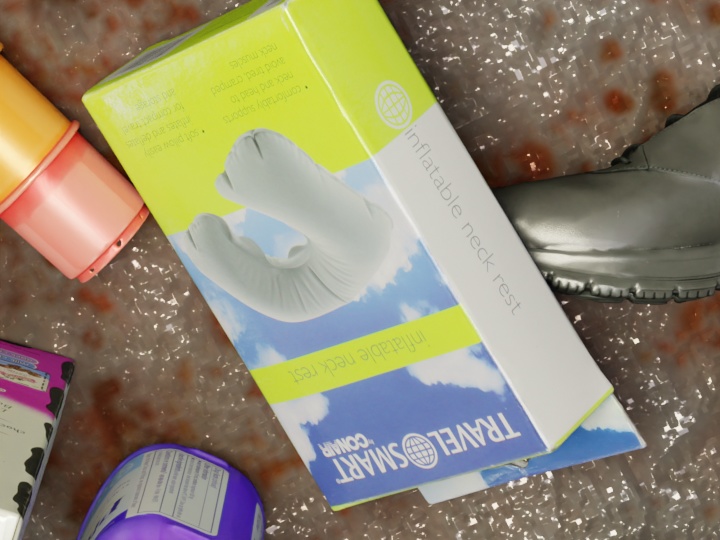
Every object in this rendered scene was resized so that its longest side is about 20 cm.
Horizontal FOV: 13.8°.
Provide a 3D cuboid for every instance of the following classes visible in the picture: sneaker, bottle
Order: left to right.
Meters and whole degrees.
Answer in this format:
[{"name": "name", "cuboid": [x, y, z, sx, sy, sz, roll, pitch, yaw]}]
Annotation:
[{"name": "bottle", "cuboid": [-0.072, 0.121, 1.009, 0.065, 0.200, 0.084, 24, 102, -4]}, {"name": "sneaker", "cuboid": [0.132, -0.033, 1.052, 0.199, 0.076, 0.091, -3, 92, -7]}]

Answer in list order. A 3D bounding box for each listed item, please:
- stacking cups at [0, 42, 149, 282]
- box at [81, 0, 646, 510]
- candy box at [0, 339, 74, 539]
[{"name": "stacking cups", "cuboid": [-0.155, -0.078, 1.040, 0.200, 0.061, 0.061, 40, 99, -10]}, {"name": "box", "cuboid": [0.000, 0.000, 1.030, 0.122, 0.048, 0.200, -19, 106, 48]}, {"name": "candy box", "cuboid": [-0.175, 0.062, 0.996, 0.136, 0.200, 0.061, 16, 101, -3]}]
